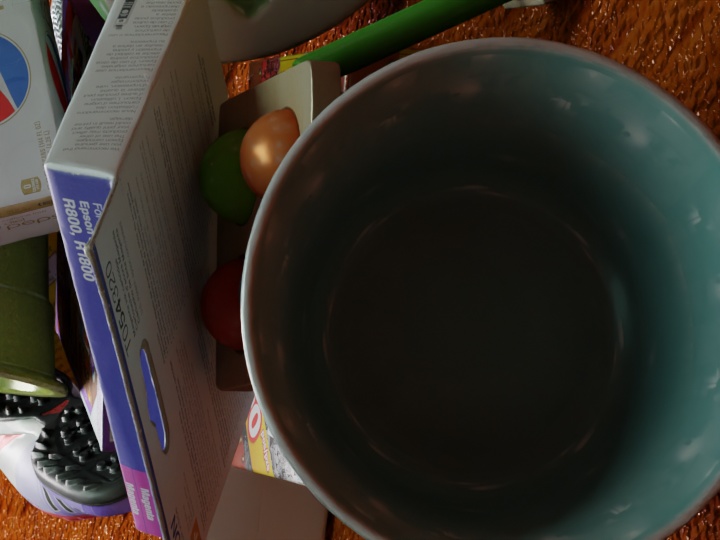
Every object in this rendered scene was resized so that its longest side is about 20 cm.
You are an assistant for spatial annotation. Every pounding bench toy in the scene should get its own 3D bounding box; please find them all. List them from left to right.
[{"bbox_3d":[0.015,-0.051,1.267,0.124,0.156,0.201,162,109,-69],"label":"pounding bench toy"}]

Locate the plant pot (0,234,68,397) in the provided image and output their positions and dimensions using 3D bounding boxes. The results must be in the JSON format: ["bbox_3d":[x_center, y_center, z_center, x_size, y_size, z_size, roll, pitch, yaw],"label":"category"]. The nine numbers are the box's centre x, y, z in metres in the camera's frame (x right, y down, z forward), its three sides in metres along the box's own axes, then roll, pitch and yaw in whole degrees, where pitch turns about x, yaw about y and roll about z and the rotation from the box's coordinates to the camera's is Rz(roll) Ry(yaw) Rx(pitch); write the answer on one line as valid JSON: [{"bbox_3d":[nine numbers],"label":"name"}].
[{"bbox_3d":[-0.236,-0.042,1.573,0.200,0.200,0.191,170,110,-69],"label":"plant pot"}]

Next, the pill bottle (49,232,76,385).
[{"bbox_3d":[-0.182,0.036,1.745,0.200,0.113,0.113,58,177,-29],"label":"pill bottle"}]

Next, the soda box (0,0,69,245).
[{"bbox_3d":[-0.187,-0.116,1.479,0.064,0.068,0.201,66,-169,-76],"label":"soda box"}]

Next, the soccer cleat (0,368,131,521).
[{"bbox_3d":[-0.148,0.105,1.610,0.200,0.068,0.073,20,137,62],"label":"soccer cleat"}]

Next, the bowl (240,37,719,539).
[{"bbox_3d":[0.048,0.020,1.137,0.105,0.200,0.201,139,131,-78],"label":"bowl"}]

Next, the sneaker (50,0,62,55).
[{"bbox_3d":[-0.136,-0.086,1.811,0.114,0.075,0.201,-110,8,-86],"label":"sneaker"}]

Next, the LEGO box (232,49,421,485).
[{"bbox_3d":[0.000,0.000,1.414,0.149,0.077,0.201,-179,91,-70],"label":"LEGO box"}]

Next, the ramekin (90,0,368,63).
[{"bbox_3d":[-0.062,-0.195,1.447,0.098,0.199,0.200,63,145,40],"label":"ramekin"}]

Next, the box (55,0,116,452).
[{"bbox_3d":[-0.124,-0.028,1.530,0.137,0.039,0.201,-121,31,-59],"label":"box"}]

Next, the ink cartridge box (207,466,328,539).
[{"bbox_3d":[-0.079,0.054,1.613,0.200,0.083,0.146,-144,58,-66],"label":"ink cartridge box"}]

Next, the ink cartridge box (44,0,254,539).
[{"bbox_3d":[-0.088,0.008,1.276,0.200,0.043,0.197,-72,-23,-51],"label":"ink cartridge box"}]
